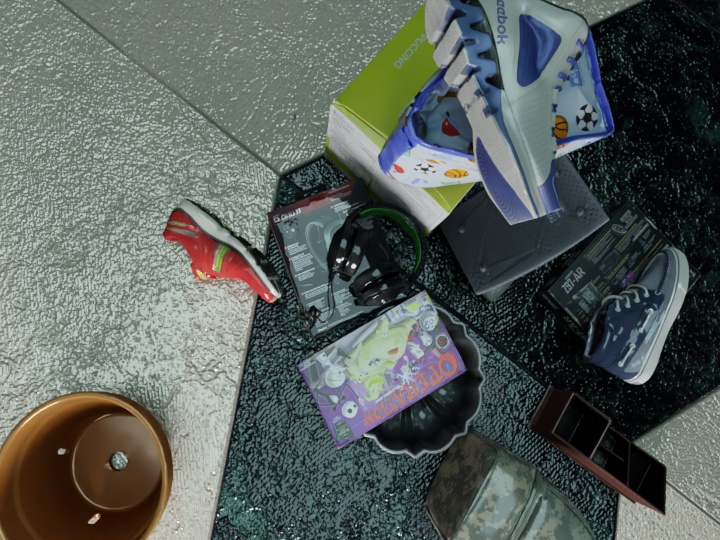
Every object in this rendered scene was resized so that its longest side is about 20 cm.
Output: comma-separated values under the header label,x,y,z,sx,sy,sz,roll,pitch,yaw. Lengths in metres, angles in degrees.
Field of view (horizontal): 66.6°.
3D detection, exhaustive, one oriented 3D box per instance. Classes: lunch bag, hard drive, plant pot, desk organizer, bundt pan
label,x,y,z,sx,sy,sz,roll,pitch,yaw
lunch bag,0.120,-0.155,0.569,0.196,0.170,0.127,-18,91,-7
hard drive,0.223,-0.063,0.764,0.197,0.042,0.137,-31,67,10
plant pot,-0.324,0.250,0.687,0.195,0.140,0.206,1,83,-5
desk organizer,0.349,0.254,0.784,0.198,0.077,0.072,36,81,0
lunch bag,0.189,0.310,0.700,0.165,0.200,0.141,29,81,0
bundt pan,0.070,0.150,0.771,0.196,0.076,0.208,1,82,-6

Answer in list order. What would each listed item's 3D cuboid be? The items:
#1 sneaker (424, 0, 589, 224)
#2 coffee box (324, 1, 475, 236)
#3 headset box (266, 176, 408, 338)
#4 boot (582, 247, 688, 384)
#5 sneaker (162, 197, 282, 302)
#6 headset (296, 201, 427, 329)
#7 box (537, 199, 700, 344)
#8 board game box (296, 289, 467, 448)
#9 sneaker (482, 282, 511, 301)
label,x,y,z,sx,sy,sz,roll,pitch,yaw
sneaker,0.141,-0.149,0.448,0.113,0.081,0.203,-23,96,-5
coffee box,0.088,-0.193,0.757,0.199,0.198,0.200,42,80,1
headset box,-0.038,-0.025,0.784,0.146,0.077,0.204,-22,84,-9
boot,0.386,0.050,0.771,0.089,0.073,0.204,22,82,-9
sneaker,-0.195,-0.014,0.778,0.199,0.077,0.086,39,92,7
headset,0.000,0.000,0.723,0.124,0.094,0.200,46,65,5
box,0.393,0.021,0.836,0.160,0.044,0.200,44,81,1
board game box,0.028,0.126,0.720,0.197,0.032,0.122,-29,90,-9
sneaker,0.218,-0.055,0.827,0.081,0.074,0.203,26,85,29
